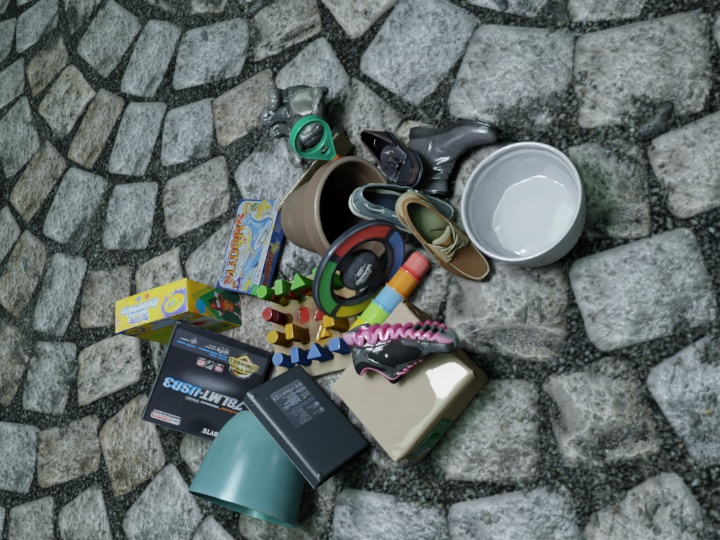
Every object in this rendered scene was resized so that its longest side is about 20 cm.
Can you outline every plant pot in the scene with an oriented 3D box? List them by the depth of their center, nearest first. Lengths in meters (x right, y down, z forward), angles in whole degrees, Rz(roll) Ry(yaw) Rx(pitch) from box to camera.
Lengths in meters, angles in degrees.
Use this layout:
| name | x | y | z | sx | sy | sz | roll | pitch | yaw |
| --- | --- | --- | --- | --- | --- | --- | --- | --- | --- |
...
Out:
| name | x | y | z | sx | sy | sz | roll | pitch | yaw |
| --- | --- | --- | --- | --- | --- | --- | --- | --- | --- |
| plant pot | -0.187 | 0.350 | 1.264 | 0.199 | 0.201 | 0.162 | 2 | 61 | 31 |
| plant pot | -0.060 | -0.105 | 1.328 | 0.174 | 0.199 | 0.202 | 0 | 76 | 48 |

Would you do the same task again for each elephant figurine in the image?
| name | x | y | z | sx | sy | sz | roll | pitch | yaw |
| --- | --- | --- | --- | --- | --- | --- | --- | --- | --- |
| elephant figurine | -0.102 | -0.295 | 1.417 | 0.200 | 0.141 | 0.156 | 37 | 112 | 47 |

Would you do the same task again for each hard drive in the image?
| name | x | y | z | sx | sy | sz | roll | pitch | yaw |
| --- | --- | --- | --- | --- | --- | --- | --- | --- | --- |
| hard drive | -0.093 | 0.269 | 1.235 | 0.200 | 0.139 | 0.033 | 45 | 128 | 19 |

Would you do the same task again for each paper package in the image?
| name | x | y | z | sx | sy | sz | roll | pitch | yaw |
| --- | --- | --- | --- | --- | --- | --- | --- | --- | --- |
| paper package | 0.085 | 0.190 | 1.193 | 0.200 | 0.103 | 0.191 | -50 | 57 | 8 |

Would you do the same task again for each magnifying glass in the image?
| name | x | y | z | sx | sy | sz | roll | pitch | yaw |
| --- | --- | --- | --- | --- | --- | --- | --- | --- | --- |
| magnifying glass | -0.065 | -0.228 | 1.342 | 0.080 | 0.200 | 0.022 | -48 | 57 | 6 |

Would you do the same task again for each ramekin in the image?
| name | x | y | z | sx | sy | sz | roll | pitch | yaw |
| --- | --- | --- | --- | --- | --- | --- | --- | --- | --- |
| ramekin | 0.277 | -0.099 | 1.158 | 0.198 | 0.105 | 0.202 | -9 | 72 | 29 |

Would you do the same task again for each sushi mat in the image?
| name | x | y | z | sx | sy | sz | roll | pitch | yaw |
| --- | --- | --- | --- | --- | --- | --- | --- | --- | --- |
| sushi mat | -0.090 | -0.190 | 1.412 | 0.012 | 0.096 | 0.200 | 44 | 101 | 18 |

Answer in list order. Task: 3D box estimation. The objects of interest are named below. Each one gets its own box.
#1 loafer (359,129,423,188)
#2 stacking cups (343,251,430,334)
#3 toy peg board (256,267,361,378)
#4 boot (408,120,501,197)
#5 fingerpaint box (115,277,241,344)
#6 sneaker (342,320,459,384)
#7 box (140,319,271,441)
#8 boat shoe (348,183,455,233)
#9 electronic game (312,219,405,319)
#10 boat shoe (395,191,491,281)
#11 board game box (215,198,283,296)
| name | x | y | z | sx | sy | sz | roll | pitch | yaw |
| --- | --- | --- | --- | --- | --- | --- | --- | --- | --- |
| loafer | 0.052 | -0.212 | 1.310 | 0.072 | 0.062 | 0.200 | -65 | 30 | 22 |
| stacking cups | 0.049 | 0.052 | 1.265 | 0.060 | 0.061 | 0.201 | 32 | 83 | 33 |
| toy peg board | -0.105 | 0.096 | 1.337 | 0.198 | 0.098 | 0.201 | -17 | 68 | 26 |
| boot | 0.164 | -0.197 | 1.283 | 0.199 | 0.069 | 0.133 | 1 | 80 | 44 |
| fingerpaint box | -0.378 | 0.089 | 1.463 | 0.198 | 0.166 | 0.074 | -17 | 68 | 27 |
| sneaker | 0.068 | 0.134 | 1.128 | 0.198 | 0.079 | 0.096 | -4 | 96 | 30 |
| box | -0.299 | 0.223 | 1.373 | 0.050 | 0.198 | 0.200 | 180 | 111 | -75 |
| boat shoe | 0.081 | -0.113 | 1.243 | 0.198 | 0.062 | 0.074 | 9 | 73 | -12 |
| electronic game | 0.000 | 0.000 | 1.239 | 0.201 | 0.199 | 0.042 | -54 | 52 | 7 |
| boat shoe | 0.138 | -0.052 | 1.192 | 0.200 | 0.074 | 0.076 | 39 | 97 | -7 |
| board game box | -0.226 | -0.049 | 1.477 | 0.134 | 0.034 | 0.202 | 6 | 80 | 41 |
